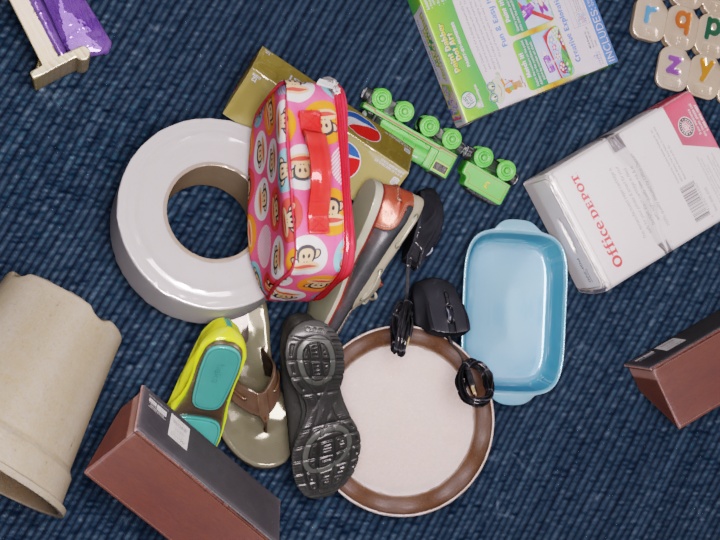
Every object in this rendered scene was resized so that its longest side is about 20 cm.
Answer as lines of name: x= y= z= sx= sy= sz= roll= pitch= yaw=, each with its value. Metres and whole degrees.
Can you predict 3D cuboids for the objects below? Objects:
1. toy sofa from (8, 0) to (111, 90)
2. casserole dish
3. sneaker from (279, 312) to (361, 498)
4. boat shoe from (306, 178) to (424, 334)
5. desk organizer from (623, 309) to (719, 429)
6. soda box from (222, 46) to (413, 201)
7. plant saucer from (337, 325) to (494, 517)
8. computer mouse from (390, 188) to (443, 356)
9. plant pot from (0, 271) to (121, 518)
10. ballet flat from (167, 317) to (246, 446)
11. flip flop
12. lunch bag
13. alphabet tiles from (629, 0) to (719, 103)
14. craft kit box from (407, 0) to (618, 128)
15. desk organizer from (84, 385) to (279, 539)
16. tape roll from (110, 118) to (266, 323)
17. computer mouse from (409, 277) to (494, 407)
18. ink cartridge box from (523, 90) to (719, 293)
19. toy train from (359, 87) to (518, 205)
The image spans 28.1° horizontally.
toy sofa: x=-0.334 y=-0.294 z=1.461 sx=0.097 sy=0.083 sz=0.202 roll=-27 pitch=94 yaw=-11
casserole dish: x=0.165 y=0.046 z=1.584 sx=0.120 sy=0.039 sz=0.203 roll=3 pitch=88 yaw=-13
sneaker: x=-0.047 y=0.137 z=1.488 sx=0.075 sy=0.091 sz=0.202 roll=-6 pitch=107 yaw=-15
boat shoe: x=0.000 y=0.000 z=1.510 sx=0.062 sy=0.071 sz=0.202 roll=16 pitch=110 yaw=-26
desk organizer: x=0.408 y=0.095 z=1.621 sx=0.199 sy=0.072 sz=0.078 roll=-28 pitch=96 yaw=-12
soda box: x=-0.043 y=-0.147 z=1.518 sx=0.199 sy=0.068 sz=0.064 roll=32 pitch=117 yaw=-9
plant saucer: x=0.043 y=0.160 z=1.537 sx=0.198 sy=0.034 sz=0.203 roll=0 pitch=87 yaw=0
computer mouse: x=0.062 y=0.002 z=1.518 sx=0.034 sy=0.059 sz=0.202 roll=16 pitch=63 yaw=-9
plant pot: x=-0.332 y=0.112 z=1.403 sx=0.199 sy=0.200 sz=0.185 roll=31 pitch=70 yaw=-10
ballet flat: x=-0.167 y=0.133 z=1.480 sx=0.066 sy=0.067 sz=0.201 roll=15 pitch=119 yaw=-21
flip flop: x=-0.115 y=0.109 z=1.506 sx=0.080 sy=0.058 sz=0.203 roll=-7 pitch=89 yaw=-14
lunch bag: x=-0.056 y=-0.080 z=1.382 sx=0.081 sy=0.176 sz=0.203 roll=0 pitch=76 yaw=-16
alphabet tiles: x=0.410 y=-0.294 z=1.666 sx=0.198 sy=0.015 sz=0.198 roll=12 pitch=85 yaw=-12
craft kit box: x=0.161 y=-0.287 z=1.595 sx=0.196 sy=0.048 sz=0.202 roll=-22 pitch=92 yaw=-15
desk organizer: x=-0.175 y=0.217 z=1.438 sx=0.077 sy=0.072 sz=0.200 roll=-37 pitch=115 yaw=18
tape roll: x=-0.155 y=-0.051 z=1.478 sx=0.200 sy=0.071 sz=0.205 roll=4 pitch=74 yaw=-15
computer mouse: x=0.098 y=0.068 z=1.501 sx=0.058 sy=0.201 sz=0.034 roll=4 pitch=125 yaw=-23
ink cartridge box: x=0.303 y=-0.085 z=1.597 sx=0.199 sy=0.085 sz=0.147 roll=-30 pitch=94 yaw=-14
toy train: x=0.081 y=-0.134 z=1.573 sx=0.199 sy=0.042 sz=0.057 roll=28 pitch=93 yaw=-10
